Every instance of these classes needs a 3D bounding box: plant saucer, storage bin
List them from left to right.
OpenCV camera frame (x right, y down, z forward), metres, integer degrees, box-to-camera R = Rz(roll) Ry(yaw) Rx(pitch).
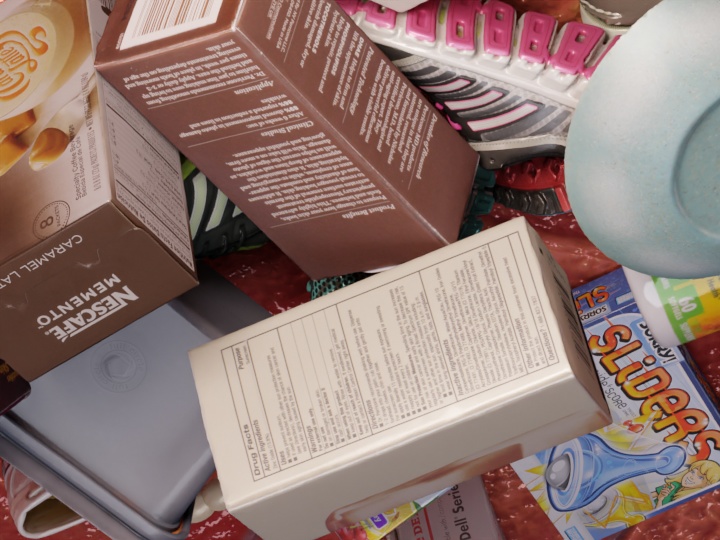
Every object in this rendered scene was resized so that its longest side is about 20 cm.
[{"bbox_3d":[-0.141,0.044,1.714,0.200,0.146,0.134,39,109,-12],"label":"storage bin"},{"bbox_3d":[0.209,-0.070,1.602,0.200,0.039,0.202,-12,126,-16],"label":"plant saucer"}]

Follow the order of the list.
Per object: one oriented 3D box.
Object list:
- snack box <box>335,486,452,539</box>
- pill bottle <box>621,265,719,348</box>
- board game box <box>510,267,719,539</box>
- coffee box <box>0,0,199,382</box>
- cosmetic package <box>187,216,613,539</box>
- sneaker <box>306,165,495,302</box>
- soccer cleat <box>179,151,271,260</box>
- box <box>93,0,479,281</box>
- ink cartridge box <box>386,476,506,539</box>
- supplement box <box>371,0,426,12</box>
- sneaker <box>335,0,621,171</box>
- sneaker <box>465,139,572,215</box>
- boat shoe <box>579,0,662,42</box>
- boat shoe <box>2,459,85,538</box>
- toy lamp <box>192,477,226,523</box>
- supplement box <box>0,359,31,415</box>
[{"bbox_3d":[0.040,0.090,1.730,0.142,0.200,0.053,-38,94,4],"label":"snack box"},{"bbox_3d":[0.249,-0.039,1.738,0.199,0.111,0.111,-21,136,9],"label":"pill bottle"},{"bbox_3d":[0.155,0.090,1.902,0.135,0.035,0.200,-25,134,12],"label":"board game box"},{"bbox_3d":[-0.162,-0.055,1.561,0.114,0.200,0.080,-30,132,18],"label":"coffee box"},{"bbox_3d":[0.021,0.063,1.588,0.199,0.104,0.087,-21,153,11],"label":"cosmetic package"},{"bbox_3d":[0.000,0.000,1.722,0.078,0.091,0.200,0,123,-59],"label":"sneaker"},{"bbox_3d":[-0.090,-0.031,1.632,0.200,0.067,0.081,-44,114,-25],"label":"soccer cleat"},{"bbox_3d":[-0.035,-0.083,1.565,0.100,0.075,0.200,-11,137,36],"label":"box"},{"bbox_3d":[0.067,0.203,1.937,0.067,0.117,0.200,-18,137,5],"label":"ink cartridge box"},{"bbox_3d":[-0.021,-0.209,1.497,0.200,0.074,0.126,19,160,-29],"label":"supplement box"},{"bbox_3d":[0.062,-0.101,1.626,0.199,0.074,0.088,16,126,0],"label":"sneaker"},{"bbox_3d":[0.158,-0.079,1.698,0.199,0.080,0.095,-13,173,27],"label":"sneaker"},{"bbox_3d":[0.214,-0.177,1.619,0.201,0.072,0.060,-13,141,6],"label":"boat shoe"},{"bbox_3d":[-0.128,0.113,1.834,0.199,0.070,0.071,-20,136,8],"label":"boat shoe"},{"bbox_3d":[-0.062,0.128,1.875,0.200,0.058,0.058,-30,134,16],"label":"toy lamp"},{"bbox_3d":[-0.261,-0.002,1.588,0.085,0.110,0.201,-21,95,9],"label":"supplement box"}]
